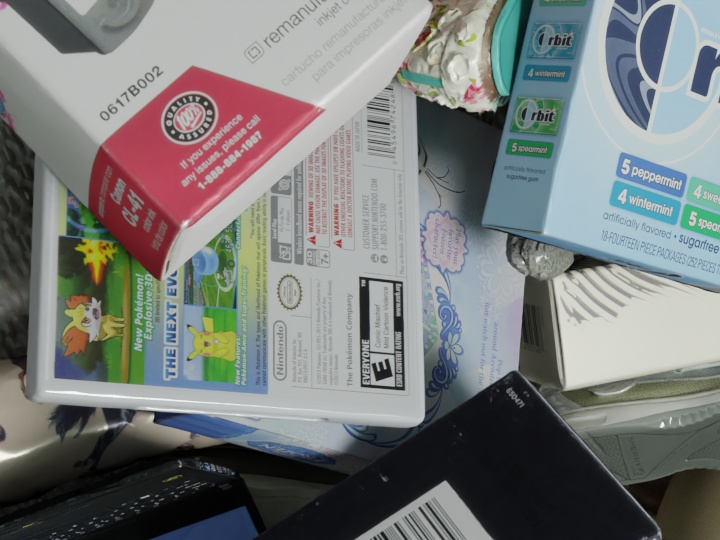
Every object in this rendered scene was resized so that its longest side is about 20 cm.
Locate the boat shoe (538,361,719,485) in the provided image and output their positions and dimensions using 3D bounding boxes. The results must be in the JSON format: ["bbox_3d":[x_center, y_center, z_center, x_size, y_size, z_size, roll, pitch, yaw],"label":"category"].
[{"bbox_3d":[0.203,0.079,0.927,0.202,0.065,0.074,-11,133,11],"label":"boat shoe"}]

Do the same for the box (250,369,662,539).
[{"bbox_3d":[0.041,0.189,0.756,0.200,0.123,0.198,-31,137,-10],"label":"box"}]

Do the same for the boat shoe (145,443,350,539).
[{"bbox_3d":[-0.018,0.130,0.846,0.201,0.060,0.072,13,112,-21],"label":"boat shoe"}]

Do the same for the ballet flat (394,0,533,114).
[{"bbox_3d":[0.071,-0.142,0.781,0.200,0.064,0.076,-48,134,-49],"label":"ballet flat"}]

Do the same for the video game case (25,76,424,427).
[{"bbox_3d":[-0.056,-0.034,0.712,0.182,0.022,0.200,7,73,-26],"label":"video game case"}]

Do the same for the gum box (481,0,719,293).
[{"bbox_3d":[0.152,-0.099,0.754,0.170,0.045,0.200,14,88,-39],"label":"gum box"}]

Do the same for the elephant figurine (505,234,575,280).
[{"bbox_3d":[0.141,-0.088,0.845,0.200,0.155,0.142,3,128,-43],"label":"elephant figurine"}]

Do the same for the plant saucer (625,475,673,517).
[{"bbox_3d":[0.228,0.066,1.030,0.200,0.032,0.200,-12,113,-29],"label":"plant saucer"}]

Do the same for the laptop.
[{"bbox_3d":[-0.129,0.168,0.748,0.177,0.200,0.103,-21,78,3],"label":"laptop"}]

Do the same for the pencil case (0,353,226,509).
[{"bbox_3d":[-0.149,0.073,0.758,0.200,0.089,0.078,-18,85,-27],"label":"pencil case"}]

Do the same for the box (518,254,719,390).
[{"bbox_3d":[0.189,0.016,0.921,0.200,0.082,0.068,-10,97,-17],"label":"box"}]

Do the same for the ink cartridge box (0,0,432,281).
[{"bbox_3d":[-0.093,-0.120,0.648,0.200,0.086,0.148,46,71,1],"label":"ink cartridge box"}]

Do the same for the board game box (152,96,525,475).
[{"bbox_3d":[0.000,0.000,0.795,0.199,0.043,0.200,20,67,-36],"label":"board game box"}]

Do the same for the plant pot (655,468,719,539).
[{"bbox_3d":[0.256,0.176,0.975,0.200,0.200,0.135,-6,76,-31],"label":"plant pot"}]
